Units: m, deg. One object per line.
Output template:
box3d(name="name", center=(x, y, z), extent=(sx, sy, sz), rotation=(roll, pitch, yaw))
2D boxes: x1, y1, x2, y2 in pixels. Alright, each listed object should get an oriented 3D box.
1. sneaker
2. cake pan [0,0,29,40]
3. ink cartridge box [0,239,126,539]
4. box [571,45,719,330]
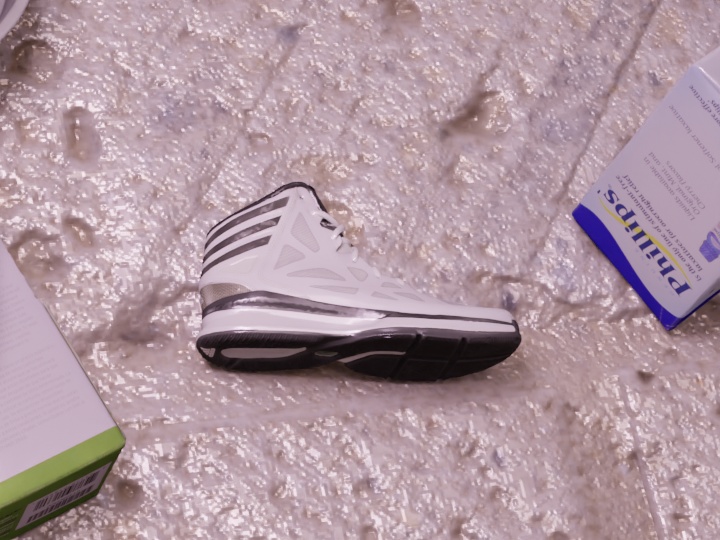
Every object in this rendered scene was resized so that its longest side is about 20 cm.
box3d(name="sneaker", center=(0.000, 0.000, 1.282), extent=(0.199, 0.076, 0.116), rotation=(4, 65, -13))
box3d(name="cake pan", center=(-0.290, -0.190, 1.250), extent=(0.198, 0.037, 0.202), rotation=(7, 64, -14))
box3d(name="ink cartridge box", center=(-0.244, 0.056, 1.174), extent=(0.147, 0.076, 0.201), rotation=(-25, 74, -30))
box3d(name="box", center=(0.257, -0.084, 1.333), extent=(0.183, 0.200, 0.105), rotation=(-34, 80, -28))
